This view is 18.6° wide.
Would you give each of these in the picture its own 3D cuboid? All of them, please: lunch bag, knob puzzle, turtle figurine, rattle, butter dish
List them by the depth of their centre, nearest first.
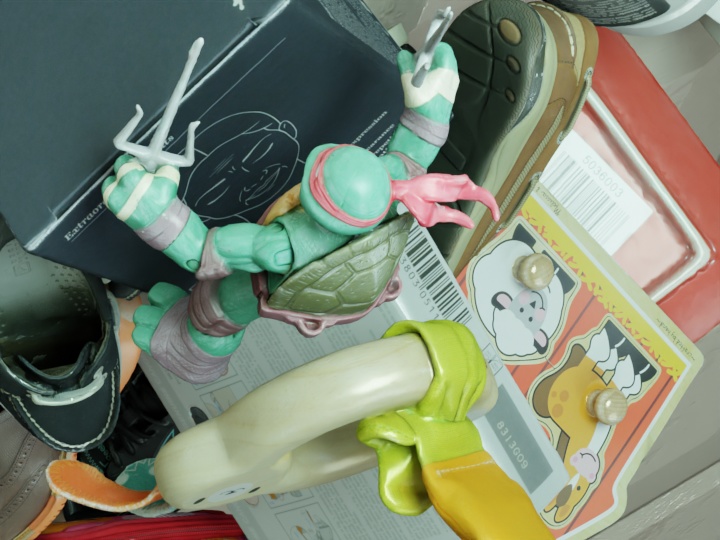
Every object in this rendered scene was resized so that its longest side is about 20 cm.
[{"bbox_3d":[-0.026,-0.023,0.862,0.148,0.101,0.200,-13,161,-22],"label":"turtle figurine"},{"bbox_3d":[-0.023,0.114,0.955,0.199,0.144,0.130,-23,179,4],"label":"rattle"},{"bbox_3d":[0.085,0.075,1.168,0.219,0.221,0.030,-27,-160,-26],"label":"knob puzzle"},{"bbox_3d":[-0.147,0.190,1.286,0.175,0.083,0.199,1,167,-42],"label":"lunch bag"},{"bbox_3d":[0.107,-0.022,1.296,0.199,0.201,0.148,-37,-179,-1],"label":"butter dish"}]

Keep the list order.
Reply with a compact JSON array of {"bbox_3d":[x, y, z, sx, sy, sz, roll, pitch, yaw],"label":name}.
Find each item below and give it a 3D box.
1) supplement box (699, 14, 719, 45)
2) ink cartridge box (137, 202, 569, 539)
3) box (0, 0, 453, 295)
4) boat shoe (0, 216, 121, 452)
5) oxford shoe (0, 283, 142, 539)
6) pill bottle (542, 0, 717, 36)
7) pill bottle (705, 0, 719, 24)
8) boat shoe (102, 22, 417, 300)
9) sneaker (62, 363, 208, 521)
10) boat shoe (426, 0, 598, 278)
[{"bbox_3d":[0.295,-0.135,1.275,0.073,0.201,0.126,-9,146,-44],"label":"supplement box"},{"bbox_3d":[-0.011,0.067,1.097,0.199,0.161,0.047,-21,-166,48],"label":"ink cartridge box"},{"bbox_3d":[-0.073,-0.077,0.954,0.148,0.107,0.200,-41,159,10],"label":"box"},{"bbox_3d":[-0.150,0.029,1.037,0.075,0.061,0.201,-23,138,-7],"label":"boat shoe"},{"bbox_3d":[-0.185,0.077,1.160,0.072,0.072,0.201,4,129,-36],"label":"oxford shoe"},{"bbox_3d":[0.111,-0.180,1.030,0.116,0.117,0.200,-42,159,10],"label":"pill bottle"},{"bbox_3d":[0.247,-0.225,1.161,0.113,0.114,0.200,-9,144,-51],"label":"pill bottle"},{"bbox_3d":[-0.043,-0.042,1.103,0.199,0.068,0.072,-36,-168,-5],"label":"boat shoe"},{"bbox_3d":[-0.114,0.089,1.265,0.079,0.076,0.201,-18,150,-37],"label":"sneaker"},{"bbox_3d":[0.055,-0.047,1.069,0.073,0.076,0.201,-10,146,-42],"label":"boat shoe"}]
